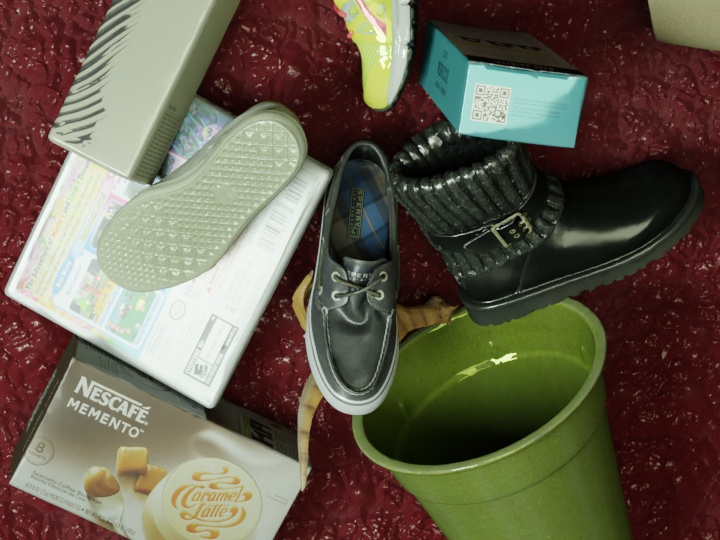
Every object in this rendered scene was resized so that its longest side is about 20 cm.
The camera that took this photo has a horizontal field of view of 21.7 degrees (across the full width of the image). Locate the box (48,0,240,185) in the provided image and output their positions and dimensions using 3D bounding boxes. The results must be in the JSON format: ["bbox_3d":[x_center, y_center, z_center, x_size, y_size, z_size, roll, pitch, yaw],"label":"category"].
[{"bbox_3d":[-0.140,-0.164,1.315,0.068,0.082,0.201,26,90,5],"label":"box"}]

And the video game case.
[{"bbox_3d":[-0.142,-0.028,1.381,0.181,0.024,0.201,28,102,4],"label":"video game case"}]

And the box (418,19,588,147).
[{"bbox_3d":[0.095,-0.133,1.308,0.081,0.200,0.050,7,105,-7],"label":"box"}]

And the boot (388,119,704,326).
[{"bbox_3d":[0.139,-0.060,1.373,0.210,0.080,0.158,-27,125,2],"label":"boot"}]

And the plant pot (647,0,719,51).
[{"bbox_3d":[0.300,-0.228,1.329,0.198,0.187,0.189,-9,107,11],"label":"plant pot"}]

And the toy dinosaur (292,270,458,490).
[{"bbox_3d":[-0.009,0.056,1.386,0.106,0.061,0.200,39,58,22],"label":"toy dinosaur"}]

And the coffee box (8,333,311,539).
[{"bbox_3d":[-0.151,0.142,1.421,0.199,0.080,0.115,27,101,-13],"label":"coffee box"}]

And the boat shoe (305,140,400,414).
[{"bbox_3d":[0.000,0.000,1.353,0.069,0.066,0.202,7,69,-1],"label":"boat shoe"}]

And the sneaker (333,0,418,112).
[{"bbox_3d":[-0.004,-0.213,1.347,0.089,0.078,0.202,-4,100,3],"label":"sneaker"}]

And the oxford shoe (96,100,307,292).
[{"bbox_3d":[-0.109,-0.051,1.334,0.200,0.058,0.075,-38,105,27],"label":"oxford shoe"}]

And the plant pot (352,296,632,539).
[{"bbox_3d":[0.119,0.153,1.413,0.199,0.200,0.191,-24,119,1],"label":"plant pot"}]
